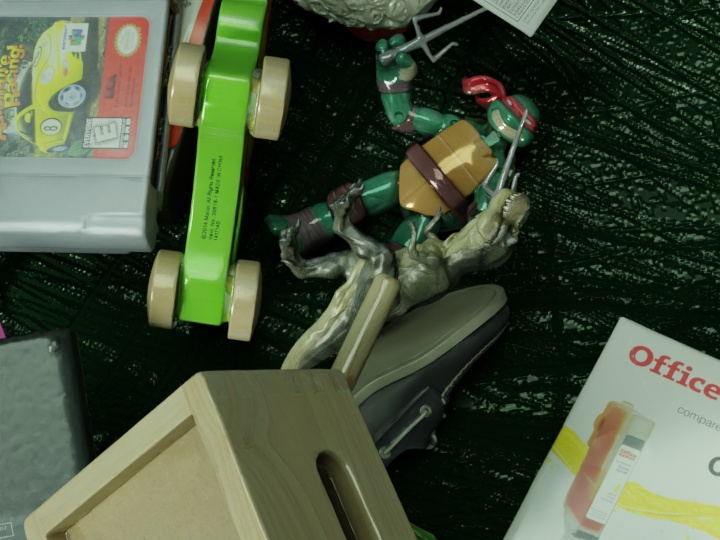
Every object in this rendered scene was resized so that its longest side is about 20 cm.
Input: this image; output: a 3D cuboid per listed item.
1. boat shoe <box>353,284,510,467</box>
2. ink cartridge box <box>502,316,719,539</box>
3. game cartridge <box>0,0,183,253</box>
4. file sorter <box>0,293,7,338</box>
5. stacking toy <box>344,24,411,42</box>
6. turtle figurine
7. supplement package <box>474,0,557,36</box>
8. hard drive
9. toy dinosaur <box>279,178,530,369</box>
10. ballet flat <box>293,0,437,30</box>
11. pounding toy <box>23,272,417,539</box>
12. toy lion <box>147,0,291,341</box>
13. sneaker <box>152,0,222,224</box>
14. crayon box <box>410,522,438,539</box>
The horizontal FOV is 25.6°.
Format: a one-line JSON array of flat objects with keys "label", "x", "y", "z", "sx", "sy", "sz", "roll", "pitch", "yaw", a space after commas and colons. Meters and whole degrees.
[{"label": "boat shoe", "x": 0.016, "y": 0.084, "z": 0.948, "sx": 0.200, "sy": 0.073, "sz": 0.063, "roll": -38, "pitch": 110, "yaw": -12}, {"label": "ink cartridge box", "x": 0.164, "y": 0.147, "z": 0.871, "sx": 0.145, "sy": 0.083, "sz": 0.200, "roll": 25, "pitch": 74, "yaw": 19}, {"label": "game cartridge", "x": -0.185, "y": -0.110, "z": 0.996, "sx": 0.133, "sy": 0.041, "sz": 0.200, "roll": 0, "pitch": 74, "yaw": 13}, {"label": "file sorter", "x": -0.315, "y": 0.075, "z": 0.953, "sx": 0.200, "sy": 0.139, "sz": 0.125, "roll": -25, "pitch": 68, "yaw": -1}, {"label": "stacking toy", "x": -0.013, "y": -0.244, "z": 1.068, "sx": 0.085, "sy": 0.085, "sz": 0.200, "roll": -18, "pitch": 71, "yaw": 2}, {"label": "turtle figurine", "x": 0.047, "y": -0.058, "z": 0.968, "sx": 0.200, "sy": 0.101, "sz": 0.150, "roll": -43, "pitch": 60, "yaw": 5}, {"label": "supplement package", "x": 0.048, "y": -0.272, "z": 0.933, "sx": 0.200, "sy": 0.191, "sz": 0.147, "roll": 30, "pitch": 109, "yaw": -16}, {"label": "hard drive", "x": -0.209, "y": 0.140, "z": 0.856, "sx": 0.140, "sy": 0.033, "sz": 0.200, "roll": -10, "pitch": 85, "yaw": -1}, {"label": "toy dinosaur", "x": 0.000, "y": 0.000, "z": 0.911, "sx": 0.200, "sy": 0.047, "sz": 0.088, "roll": -35, "pitch": 103, "yaw": 24}, {"label": "ballet flat", "x": -0.044, "y": -0.208, "z": 1.003, "sx": 0.200, "sy": 0.072, "sz": 0.072, "roll": 24, "pitch": 74, "yaw": 16}, {"label": "pounding toy", "x": -0.048, "y": 0.129, "z": 0.790, "sx": 0.184, "sy": 0.142, "sz": 0.200, "roll": -39, "pitch": 63, "yaw": 33}, {"label": "toy lion", "x": -0.081, "y": -0.080, "z": 0.972, "sx": 0.069, "sy": 0.192, "sz": 0.200, "roll": 8, "pitch": 109, "yaw": -3}, {"label": "sneaker", "x": -0.150, "y": -0.133, "z": 1.048, "sx": 0.108, "sy": 0.067, "sz": 0.201, "roll": 11, "pitch": 73, "yaw": 11}, {"label": "crayon box", "x": 0.017, "y": 0.198, "z": 0.822, "sx": 0.200, "sy": 0.058, "sz": 0.119, "roll": 20, "pitch": 91, "yaw": 50}]
